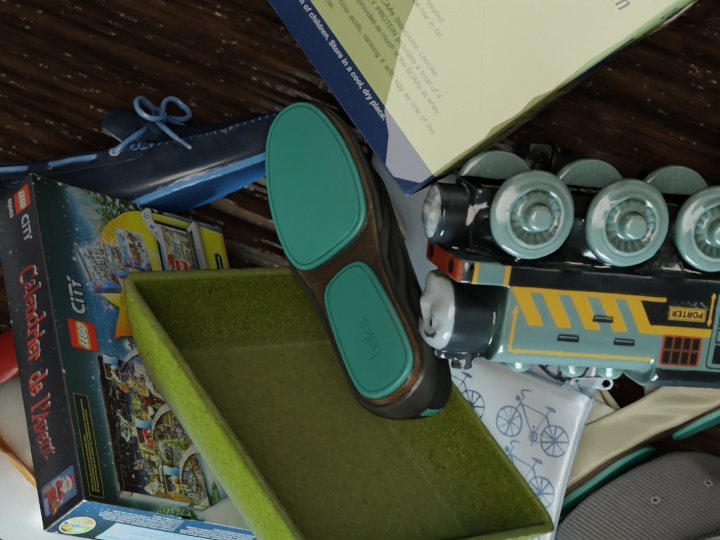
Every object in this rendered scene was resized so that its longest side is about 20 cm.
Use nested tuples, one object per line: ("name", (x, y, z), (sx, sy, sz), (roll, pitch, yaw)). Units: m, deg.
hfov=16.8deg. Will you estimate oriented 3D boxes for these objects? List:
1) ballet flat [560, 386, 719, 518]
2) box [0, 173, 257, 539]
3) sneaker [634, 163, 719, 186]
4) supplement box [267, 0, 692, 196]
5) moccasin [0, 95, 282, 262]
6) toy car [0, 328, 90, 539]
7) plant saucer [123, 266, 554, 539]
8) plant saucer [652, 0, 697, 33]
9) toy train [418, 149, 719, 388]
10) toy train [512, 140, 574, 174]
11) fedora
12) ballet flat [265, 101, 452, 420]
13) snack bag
("ballet flat", (0.163, 0.081, 1.410), (0.200, 0.069, 0.070), (-29, 94, 2))
("box", (-0.120, 0.054, 1.316), (0.038, 0.136, 0.200), (-37, 52, 35))
("sneaker", (0.201, -0.023, 1.382), (0.199, 0.070, 0.078), (-5, 98, -6))
("supplement box", (0.059, -0.181, 1.304), (0.200, 0.134, 0.200), (-36, 89, 14))
("moccasin", (-0.134, -0.064, 1.395), (0.200, 0.080, 0.068), (-17, 82, 0))
("toy car", (-0.160, 0.116, 1.355), (0.184, 0.200, 0.177), (-41, 93, 7))
("plant saucer", (-0.020, 0.086, 1.300), (0.048, 0.199, 0.200), (-51, 61, 29))
("plant saucer", (0.121, -0.225, 1.387), (0.200, 0.037, 0.201), (0, 97, 2))
("toy train", (0.124, 0.002, 1.277), (0.199, 0.085, 0.114), (4, 101, -19))
("toy train", (0.098, 0.025, 1.418), (0.046, 0.034, 0.201), (6, 97, -18))
("fedora", (0.180, 0.163, 1.386), (0.200, 0.177, 0.090), (-16, 60, -17))
("ballet flat", (0.000, 0.000, 1.335), (0.068, 0.068, 0.200), (-31, 58, 22))
("snack bag", (0.056, 0.045, 1.381), (0.188, 0.021, 0.200), (21, 98, 33))
